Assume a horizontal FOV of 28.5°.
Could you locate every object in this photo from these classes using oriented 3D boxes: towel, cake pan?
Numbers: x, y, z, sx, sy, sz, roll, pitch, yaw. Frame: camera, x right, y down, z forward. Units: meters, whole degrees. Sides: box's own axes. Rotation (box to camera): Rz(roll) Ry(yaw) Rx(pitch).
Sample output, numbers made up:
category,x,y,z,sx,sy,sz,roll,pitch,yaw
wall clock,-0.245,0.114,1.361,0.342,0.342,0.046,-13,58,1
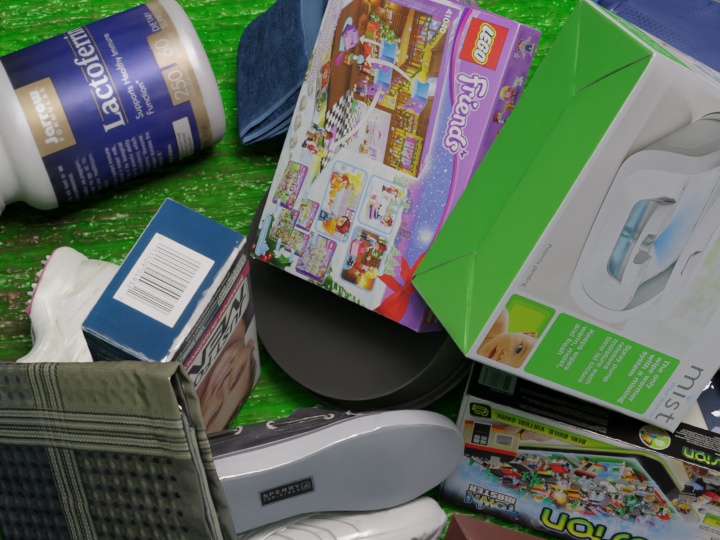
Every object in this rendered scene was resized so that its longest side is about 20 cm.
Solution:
category,x,y,z,sx,sy,sz,roll,pitch,yaw
towel,-0.024,-0.169,1.020,0.048,0.199,0.113,9,67,-35
towel,-0.151,0.140,0.848,0.198,0.195,0.034,0,18,37
cake pan,0.000,0.000,0.964,0.198,0.037,0.203,0,90,29

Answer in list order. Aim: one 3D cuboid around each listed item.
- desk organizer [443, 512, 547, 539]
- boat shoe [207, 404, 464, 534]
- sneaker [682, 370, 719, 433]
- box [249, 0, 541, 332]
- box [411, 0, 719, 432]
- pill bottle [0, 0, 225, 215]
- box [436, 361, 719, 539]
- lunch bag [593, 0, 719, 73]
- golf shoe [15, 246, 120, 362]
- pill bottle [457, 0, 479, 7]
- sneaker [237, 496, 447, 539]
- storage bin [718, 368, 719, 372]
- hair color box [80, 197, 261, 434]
category,x,y,z,sx,sy,sz,roll,pitch,yaw
desk organizer,0.144,0.222,0.901,0.198,0.077,0.072,18,97,-10
boat shoe,-0.035,0.117,0.898,0.198,0.071,0.066,-15,37,-11
sneaker,0.235,0.058,0.995,0.084,0.075,0.202,-8,70,-13
box,0.019,-0.078,0.909,0.136,0.039,0.202,24,101,27
box,0.160,-0.028,0.845,0.175,0.201,0.097,22,19,-30
pill bottle,-0.208,-0.113,1.033,0.198,0.116,0.116,-24,67,-12
box,0.156,0.134,0.927,0.198,0.111,0.035,16,44,7
lunch bag,0.251,-0.149,1.049,0.199,0.136,0.133,29,62,24
golf shoe,-0.195,0.079,0.964,0.090,0.075,0.202,12,65,0
pill bottle,0.051,-0.109,1.041,0.112,0.114,0.202,-8,64,-6
sneaker,-0.043,0.167,0.926,0.198,0.078,0.100,-12,60,-10
storage bin,0.331,0.036,0.959,0.197,0.094,0.202,-6,61,-33
hair color box,-0.115,0.052,0.907,0.060,0.201,0.101,26,65,12
